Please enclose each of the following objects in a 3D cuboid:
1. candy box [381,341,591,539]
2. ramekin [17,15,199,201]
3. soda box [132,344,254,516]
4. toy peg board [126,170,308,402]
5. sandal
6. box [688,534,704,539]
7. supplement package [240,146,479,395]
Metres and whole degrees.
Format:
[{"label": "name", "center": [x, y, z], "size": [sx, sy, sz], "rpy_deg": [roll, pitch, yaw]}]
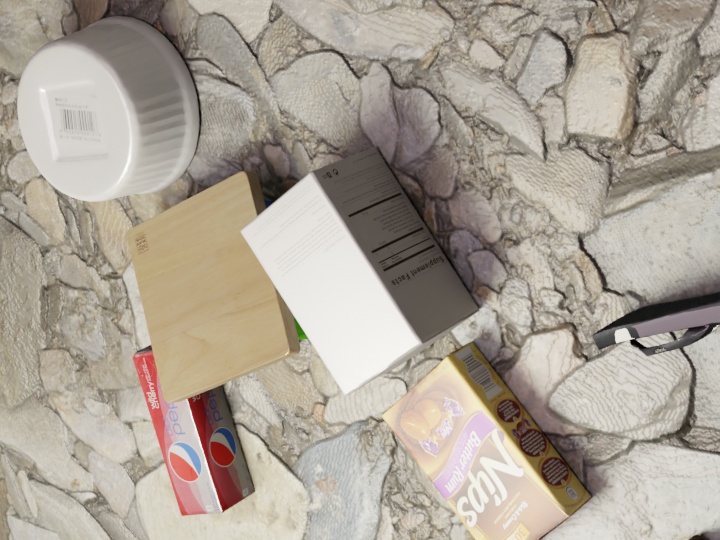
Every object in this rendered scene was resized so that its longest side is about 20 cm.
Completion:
[{"label": "candy box", "center": [0.126, 0.187, 1.727], "size": [0.200, 0.056, 0.117], "rpy_deg": [51, 127, 8]}, {"label": "ramekin", "center": [-0.283, -0.171, 1.869], "size": [0.200, 0.098, 0.201], "rpy_deg": [13, 114, 32]}, {"label": "soda box", "center": [-0.191, 0.176, 1.946], "size": [0.070, 0.063, 0.201], "rpy_deg": [-11, 100, 38]}, {"label": "toy peg board", "center": [-0.136, 0.019, 1.849], "size": [0.200, 0.098, 0.200], "rpy_deg": [-23, 76, 38]}, {"label": "sandal", "center": [0.297, 0.051, 1.542], "size": [0.200, 0.076, 0.043], "rpy_deg": [-14, 96, 38]}, {"label": "box", "center": [0.296, 0.386, 1.582], "size": [0.166, 0.200, 0.165], "rpy_deg": [41, 126, 18]}, {"label": "supplement package", "center": [0.000, 0.000, 1.710], "size": [0.121, 0.120, 0.200], "rpy_deg": [-36, 84, 37]}]
